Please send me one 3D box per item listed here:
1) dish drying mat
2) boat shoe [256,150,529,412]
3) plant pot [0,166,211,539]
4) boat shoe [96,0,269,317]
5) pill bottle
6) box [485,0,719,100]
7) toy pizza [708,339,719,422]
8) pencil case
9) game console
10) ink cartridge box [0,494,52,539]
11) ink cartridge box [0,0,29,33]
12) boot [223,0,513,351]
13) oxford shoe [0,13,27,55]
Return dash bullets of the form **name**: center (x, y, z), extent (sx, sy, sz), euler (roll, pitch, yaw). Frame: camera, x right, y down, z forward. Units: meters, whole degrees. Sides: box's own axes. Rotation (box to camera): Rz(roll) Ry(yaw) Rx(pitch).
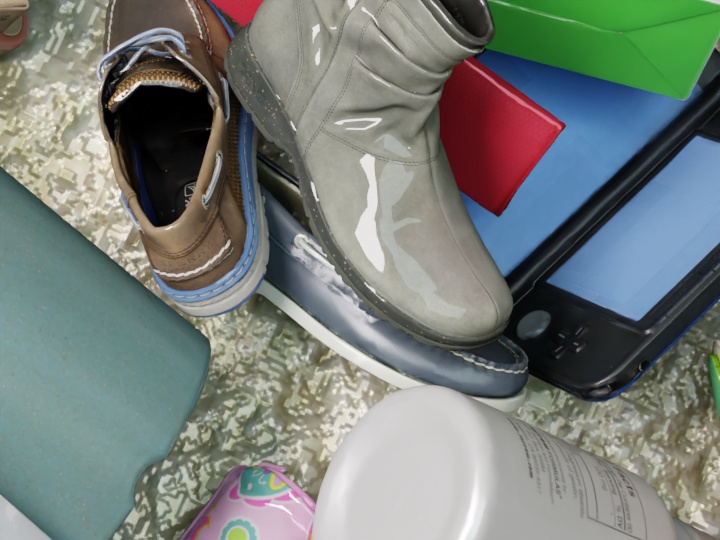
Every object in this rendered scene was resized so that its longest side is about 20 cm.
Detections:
- **dish drying mat**: center (0.003, -0.107, 1.328), extent (0.200, 0.077, 0.018), euler (37, 53, 2)
- **boat shoe**: center (0.000, 0.000, 1.330), extent (0.200, 0.075, 0.062), euler (32, 108, 22)
- **plant pot**: center (-0.187, 0.039, 1.266), extent (0.196, 0.200, 0.201), euler (34, 78, -13)
- **boat shoe**: center (-0.087, -0.077, 1.310), extent (0.072, 0.072, 0.200), euler (-23, 53, 6)
- **pill bottle**: center (0.084, 0.136, 1.302), extent (0.200, 0.114, 0.115), euler (26, 77, -38)
- **box**: center (0.090, -0.203, 1.357), extent (0.199, 0.097, 0.177), euler (14, 62, -3)
- **toy pizza**: center (0.192, 0.101, 1.319), extent (0.032, 0.200, 0.201), euler (-8, 84, 2)
- **pencil case**: center (-0.092, 0.180, 1.311), extent (0.200, 0.087, 0.087), euler (-42, 92, -11)
- **game console**: center (0.117, -0.056, 1.368), extent (0.200, 0.171, 0.118), euler (-44, 119, -12)
- **ink cartridge box**: center (-0.212, 0.137, 1.216), extent (0.200, 0.160, 0.047), euler (46, 44, -38)
- **ink cartridge box**: center (-0.253, -0.196, 1.260), extent (0.164, 0.075, 0.201), euler (-8, 82, -27)
- **boot**: center (0.021, -0.071, 1.251), extent (0.068, 0.131, 0.200), euler (-23, 72, -42)
- **oxford shoe**: center (-0.259, -0.144, 1.339), extent (0.200, 0.074, 0.071), euler (24, 39, -18)
